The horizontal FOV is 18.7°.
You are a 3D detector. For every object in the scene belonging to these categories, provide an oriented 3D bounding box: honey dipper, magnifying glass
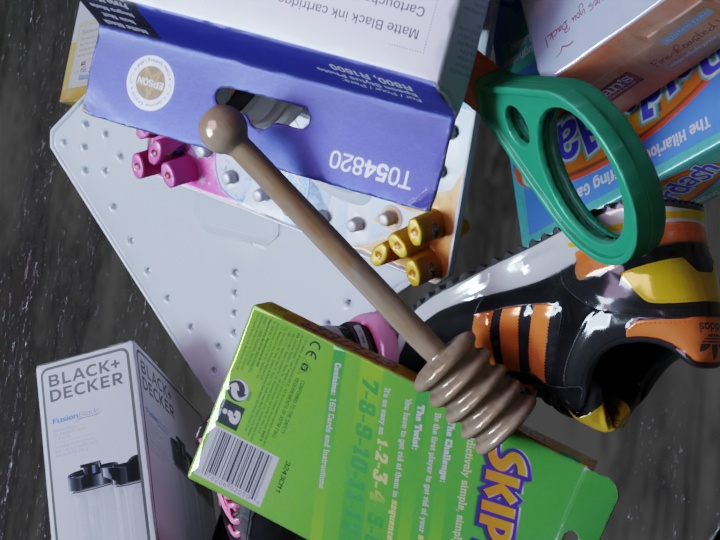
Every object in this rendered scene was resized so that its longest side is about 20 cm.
[{"bbox_3d":[0.000,0.000,0.992,0.038,0.200,0.038,-43,3,3],"label":"honey dipper"},{"bbox_3d":[0.070,-0.070,0.971,0.200,0.022,0.080,43,152,44],"label":"magnifying glass"}]

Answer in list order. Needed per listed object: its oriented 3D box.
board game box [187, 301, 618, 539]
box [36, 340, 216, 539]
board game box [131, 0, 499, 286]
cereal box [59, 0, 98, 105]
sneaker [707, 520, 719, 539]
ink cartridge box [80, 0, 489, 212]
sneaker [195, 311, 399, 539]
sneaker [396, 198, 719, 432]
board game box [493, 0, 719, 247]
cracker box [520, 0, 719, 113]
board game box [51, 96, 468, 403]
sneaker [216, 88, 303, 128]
[{"bbox_3d":[0.021,0.099,1.046,0.200,0.030,0.096,26,103,19],"label":"board game box"},{"bbox_3d":[-0.121,0.153,1.198,0.060,0.117,0.200,-16,60,11],"label":"box"},{"bbox_3d":[-0.028,-0.112,1.106,0.200,0.026,0.201,21,115,28],"label":"board game box"},{"bbox_3d":[-0.122,-0.200,1.390,0.144,0.039,0.201,5,82,52],"label":"cereal box"},{"bbox_3d":[0.128,0.163,0.898,0.200,0.104,0.060,-42,48,35],"label":"sneaker"},{"bbox_3d":[-0.033,-0.147,0.986,0.199,0.041,0.201,16,95,24],"label":"ink cartridge box"},{"bbox_3d":[-0.052,0.100,1.146,0.079,0.095,0.200,58,133,41],"label":"sneaker"},{"bbox_3d":[0.089,0.040,1.020,0.200,0.070,0.090,-32,63,45],"label":"sneaker"},{"bbox_3d":[0.131,-0.122,1.039,0.152,0.045,0.201,-31,56,40],"label":"board game box"},{"bbox_3d":[0.126,-0.189,0.986,0.134,0.058,0.201,-33,53,35],"label":"cracker box"},{"bbox_3d":[-0.059,-0.048,1.190,0.200,0.026,0.200,-40,80,37],"label":"board game box"},{"bbox_3d":[-0.079,-0.161,1.063,0.074,0.080,0.201,-10,96,38],"label":"sneaker"}]
